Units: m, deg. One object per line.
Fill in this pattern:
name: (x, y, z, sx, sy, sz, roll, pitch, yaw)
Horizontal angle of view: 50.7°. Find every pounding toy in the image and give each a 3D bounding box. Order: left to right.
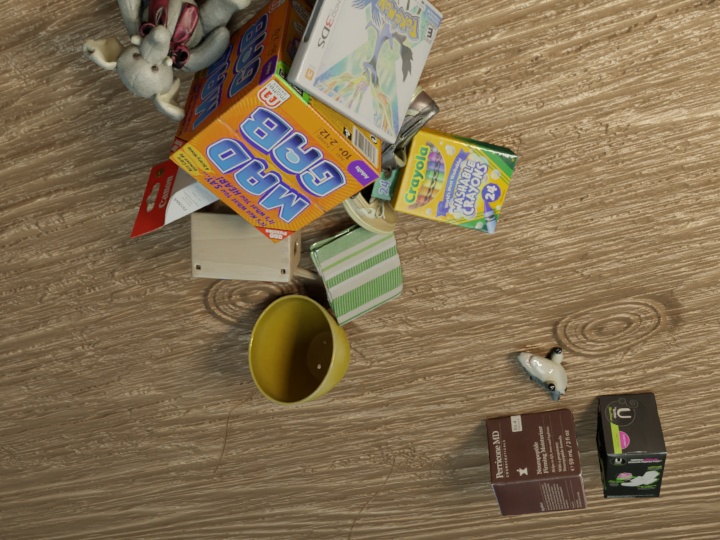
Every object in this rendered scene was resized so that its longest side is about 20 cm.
pounding toy: (-0.165, -0.037, 1.244, 0.180, 0.200, 0.145, 3, 104, 1)

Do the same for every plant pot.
plant pot: (-0.096, 0.159, 1.461, 0.197, 0.204, 0.141, -22, 159, 26)

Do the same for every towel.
towel: (0.000, 0.000, 1.344, 0.150, 0.024, 0.202, -26, 135, -9)

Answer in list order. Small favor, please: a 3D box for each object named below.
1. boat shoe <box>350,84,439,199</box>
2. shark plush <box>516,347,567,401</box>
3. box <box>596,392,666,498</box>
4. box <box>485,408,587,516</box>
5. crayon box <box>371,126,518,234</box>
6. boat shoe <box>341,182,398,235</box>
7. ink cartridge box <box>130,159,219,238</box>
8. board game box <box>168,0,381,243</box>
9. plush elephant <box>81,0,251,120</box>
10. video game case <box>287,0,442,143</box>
boat shoe: (0.039, -0.174, 1.099, 0.066, 0.072, 0.202, 41, 117, 6)
shark plush: (0.390, 0.217, 1.588, 0.082, 0.093, 0.199, 3, 163, 30)
box: (0.588, 0.386, 1.664, 0.122, 0.151, 0.202, -4, 138, 11)
box: (0.398, 0.437, 1.720, 0.196, 0.168, 0.166, -10, 137, 14)
crayon box: (0.126, -0.143, 1.162, 0.196, 0.052, 0.128, 12, 110, -9)
boat shoe: (0.000, -0.134, 1.205, 0.062, 0.074, 0.201, -25, 123, 34)
ink cartridge box: (-0.268, -0.150, 1.137, 0.197, 0.162, 0.047, -20, 135, 24)
board game box: (-0.105, -0.206, 1.035, 0.198, 0.203, 0.199, -28, 129, 31)
plush elephant: (-0.260, -0.294, 0.980, 0.163, 0.157, 0.200, 26, 135, -18)
video game case: (0.012, -0.280, 0.944, 0.022, 0.186, 0.198, 22, -179, 41)
